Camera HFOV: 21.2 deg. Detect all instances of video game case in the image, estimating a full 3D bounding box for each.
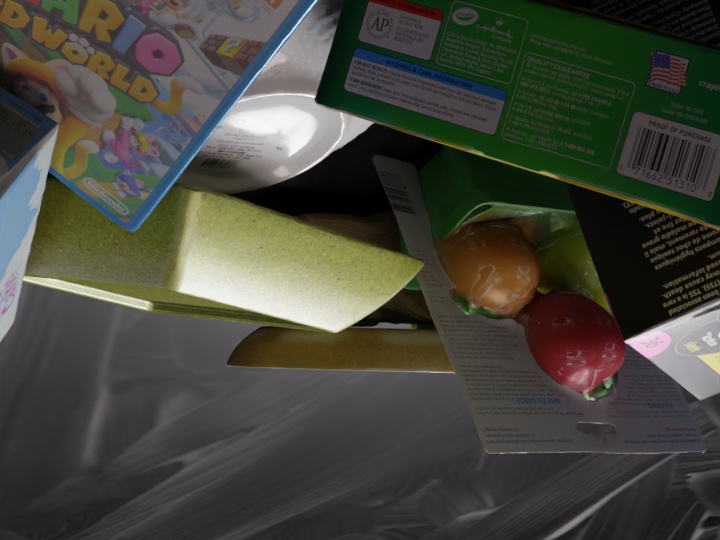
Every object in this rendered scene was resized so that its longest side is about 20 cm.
[{"bbox_3d":[-0.111,-0.110,0.805,0.143,0.018,0.200,38,139,-6],"label":"video game case"}]

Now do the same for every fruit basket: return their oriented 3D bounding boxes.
[{"bbox_3d":[0.102,0.024,1.137,0.185,0.200,0.094,3,149,-40],"label":"fruit basket"}]

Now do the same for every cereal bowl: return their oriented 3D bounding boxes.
[{"bbox_3d":[-0.060,-0.095,0.911,0.200,0.083,0.200,-15,157,-6],"label":"cereal bowl"}]

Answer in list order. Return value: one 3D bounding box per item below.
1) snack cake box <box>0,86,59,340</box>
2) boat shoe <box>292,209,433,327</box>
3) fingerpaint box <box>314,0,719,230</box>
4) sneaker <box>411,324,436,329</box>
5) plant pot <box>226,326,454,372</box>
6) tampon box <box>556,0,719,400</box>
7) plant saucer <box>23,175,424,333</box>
[{"bbox_3d":[-0.216,-0.026,0.905,0.115,0.067,0.200,32,149,1],"label":"snack cake box"},{"bbox_3d":[0.000,0.000,1.193,0.065,0.072,0.200,-11,172,43],"label":"boat shoe"},{"bbox_3d":[0.110,-0.073,0.858,0.200,0.074,0.167,20,-174,28],"label":"fingerpaint box"},{"bbox_3d":[0.117,0.011,1.268,0.200,0.084,0.074,-28,155,27],"label":"sneaker"},{"bbox_3d":[0.016,0.050,1.213,0.200,0.028,0.200,2,178,0],"label":"plant pot"},{"bbox_3d":[0.182,-0.056,1.007,0.126,0.200,0.150,-24,156,18],"label":"tampon box"},{"bbox_3d":[-0.101,-0.006,1.011,0.200,0.048,0.200,4,172,37],"label":"plant saucer"}]
